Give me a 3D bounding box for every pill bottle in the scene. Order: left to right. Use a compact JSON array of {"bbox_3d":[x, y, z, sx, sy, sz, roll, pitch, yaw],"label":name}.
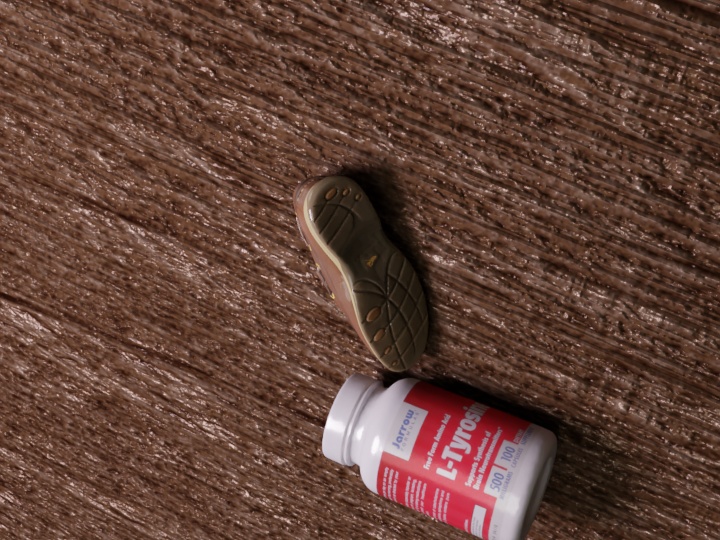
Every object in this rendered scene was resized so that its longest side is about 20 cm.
[{"bbox_3d":[0.071,0.167,1.143,0.198,0.112,0.113,19,124,17],"label":"pill bottle"}]

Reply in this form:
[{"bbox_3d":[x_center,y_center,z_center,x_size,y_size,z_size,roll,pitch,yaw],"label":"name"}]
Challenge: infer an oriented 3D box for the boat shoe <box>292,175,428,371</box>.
[{"bbox_3d":[-0.001,0.000,1.125,0.067,0.072,0.201,18,140,59],"label":"boat shoe"}]
